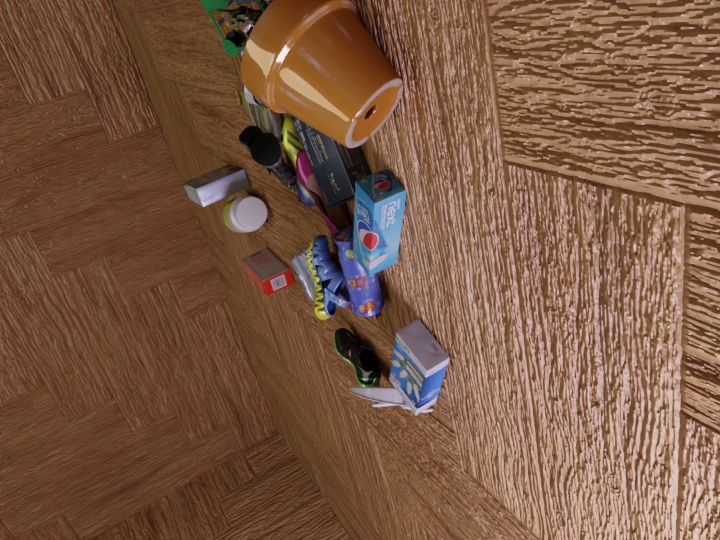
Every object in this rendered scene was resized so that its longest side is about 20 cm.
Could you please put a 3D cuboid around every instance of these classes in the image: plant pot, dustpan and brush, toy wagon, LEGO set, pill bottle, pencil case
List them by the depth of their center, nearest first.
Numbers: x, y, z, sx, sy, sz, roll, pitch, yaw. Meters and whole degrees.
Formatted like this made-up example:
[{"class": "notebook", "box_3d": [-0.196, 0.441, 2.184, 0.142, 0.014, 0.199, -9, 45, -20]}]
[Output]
[{"class": "plant pot", "box_3d": [-0.042, -0.289, 0.888, 0.183, 0.200, 0.200, 43, 155, 10]}, {"class": "LEGO set", "box_3d": [-0.190, -0.492, 1.115, 0.199, 0.116, 0.154, 2, 140, 43]}, {"class": "pencil case", "box_3d": [0.000, 0.000, 1.250, 0.087, 0.077, 0.201, -78, -20, -54]}, {"class": "dustpan and brush", "box_3d": [0.083, 0.300, 1.384, 0.199, 0.139, 0.058, -13, 67, 39]}, {"class": "toy wagon", "box_3d": [-0.245, -0.393, 1.449, 0.200, 0.039, 0.156, 46, 152, 43]}, {"class": "pill bottle", "box_3d": [-0.361, -0.176, 1.875, 0.200, 0.114, 0.115, 6, 119, 66]}]

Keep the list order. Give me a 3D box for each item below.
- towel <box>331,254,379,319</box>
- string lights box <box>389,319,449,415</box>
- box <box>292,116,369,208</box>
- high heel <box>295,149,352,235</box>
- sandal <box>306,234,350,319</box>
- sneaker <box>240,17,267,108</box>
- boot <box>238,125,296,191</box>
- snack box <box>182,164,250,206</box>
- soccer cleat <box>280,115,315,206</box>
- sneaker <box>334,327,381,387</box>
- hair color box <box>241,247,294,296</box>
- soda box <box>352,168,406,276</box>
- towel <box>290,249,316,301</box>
[{"class": "towel", "box_3d": [-0.024, 0.033, 1.425, 0.200, 0.022, 0.146, 14, 125, 62]}, {"class": "string lights box", "box_3d": [0.116, 0.200, 1.221, 0.103, 0.059, 0.201, 51, 156, 30]}, {"class": "box", "box_3d": [-0.056, -0.229, 1.158, 0.157, 0.051, 0.201, -6, 108, 67]}, {"class": "high heel", "box_3d": [-0.070, -0.158, 1.250, 0.201, 0.067, 0.096, 59, 174, -29]}, {"class": "sandal", "box_3d": [-0.070, 0.014, 1.408, 0.086, 0.079, 0.202, -5, 102, 27]}, {"class": "sneaker", "box_3d": [-0.193, -0.429, 1.260, 0.086, 0.080, 0.201, 30, 146, 18]}, {"class": "boot", "box_3d": [-0.188, -0.245, 1.394, 0.174, 0.069, 0.200, 47, -179, -43]}, {"class": "snack box", "box_3d": [-0.468, -0.277, 1.942, 0.200, 0.168, 0.068, 25, 138, 61]}, {"class": "soccer cleat", "box_3d": [-0.114, -0.238, 1.304, 0.083, 0.065, 0.202, 1, 114, 35]}, {"class": "sneaker", "box_3d": [0.001, 0.211, 1.525, 0.200, 0.076, 0.084, 50, 130, 38]}, {"class": "hair color box", "box_3d": [-0.305, 0.002, 1.963, 0.200, 0.101, 0.062, 38, 148, 52]}, {"class": "soda box", "box_3d": [0.031, -0.082, 1.089, 0.064, 0.067, 0.201, 52, 156, 31]}, {"class": "towel", "box_3d": [-0.139, 0.016, 1.684, 0.148, 0.024, 0.200, 65, 160, -2]}]
